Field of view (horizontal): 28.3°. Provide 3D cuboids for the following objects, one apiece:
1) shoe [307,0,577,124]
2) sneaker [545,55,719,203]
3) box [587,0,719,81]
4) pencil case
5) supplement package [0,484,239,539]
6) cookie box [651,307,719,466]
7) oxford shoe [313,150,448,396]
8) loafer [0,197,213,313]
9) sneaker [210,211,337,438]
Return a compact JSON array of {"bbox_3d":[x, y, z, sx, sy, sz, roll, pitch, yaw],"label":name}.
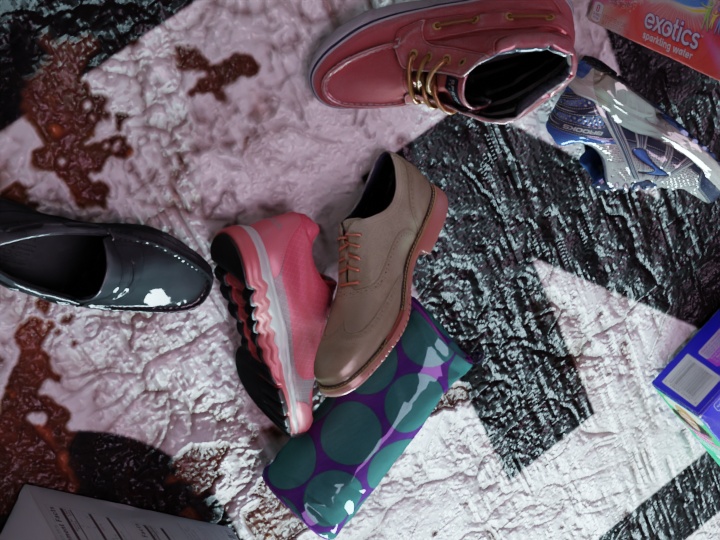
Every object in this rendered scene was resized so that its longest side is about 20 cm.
[{"bbox_3d":[0.055,-0.143,1.004,0.199,0.091,0.072,-14,127,12],"label":"shoe"},{"bbox_3d":[0.230,-0.102,1.211,0.200,0.077,0.085,30,107,-32],"label":"sneaker"},{"bbox_3d":[0.281,-0.208,1.092,0.094,0.200,0.103,1,115,-32],"label":"box"},{"bbox_3d":[0.007,0.121,1.173,0.085,0.092,0.200,39,93,-1],"label":"pencil case"},{"bbox_3d":[-0.183,0.258,1.111,0.199,0.109,0.114,20,103,-38],"label":"supplement package"},{"bbox_3d":[0.409,0.117,1.430,0.171,0.075,0.200,-47,129,-2],"label":"cookie box"},{"bbox_3d":[0.000,0.000,1.082,0.074,0.071,0.201,44,53,-35],"label":"oxford shoe"},{"bbox_3d":[-0.187,-0.001,0.994,0.200,0.070,0.068,15,107,-37],"label":"loafer"},{"bbox_3d":[-0.050,0.044,1.104,0.087,0.074,0.201,-26,127,-23],"label":"sneaker"}]
